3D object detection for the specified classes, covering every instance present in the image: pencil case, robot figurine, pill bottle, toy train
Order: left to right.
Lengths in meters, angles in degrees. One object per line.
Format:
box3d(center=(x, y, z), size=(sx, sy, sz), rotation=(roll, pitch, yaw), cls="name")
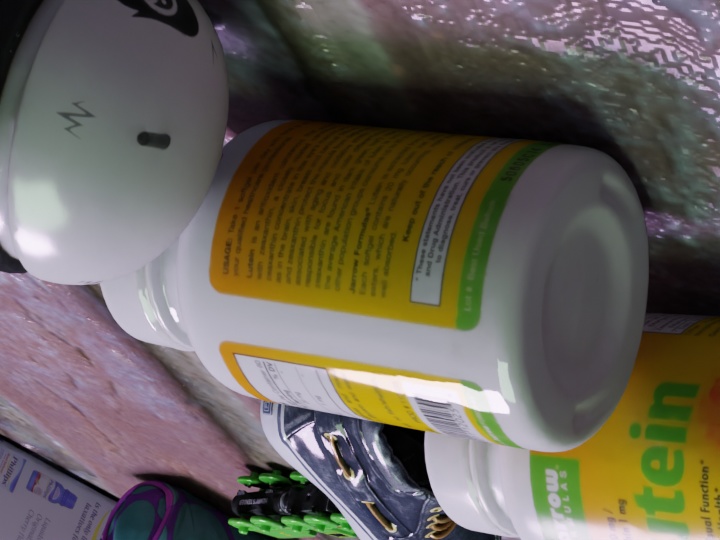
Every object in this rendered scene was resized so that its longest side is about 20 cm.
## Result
box3d(center=(-0.145, -0.071, 0.737), size=(0.198, 0.151, 0.125), rotation=(17, 138, 14), cls="robot figurine")
box3d(center=(-0.099, 0.230, 1.495), size=(0.092, 0.085, 0.200), rotation=(-39, 125, 22), cls="pencil case")
box3d(center=(-0.018, 0.149, 1.282), size=(0.056, 0.042, 0.199), rotation=(21, 162, -29), cls="toy train")
box3d(center=(0.000, 0.000, 0.782), size=(0.199, 0.112, 0.111), rotation=(8, 156, 33), cls="pill bottle")
box3d(center=(0.127, 0.074, 0.820), size=(0.199, 0.112, 0.111), rotation=(2, 153, 42), cls="pill bottle")

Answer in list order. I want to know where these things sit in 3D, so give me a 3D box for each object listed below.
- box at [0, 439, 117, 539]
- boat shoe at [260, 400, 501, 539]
box3d(center=(-0.290, 0.211, 1.610), size=(0.199, 0.106, 0.183), rotation=(34, 156, -29), cls="box")
box3d(center=(0.035, 0.119, 1.100), size=(0.090, 0.071, 0.200), rotation=(6, 153, 46), cls="boat shoe")
